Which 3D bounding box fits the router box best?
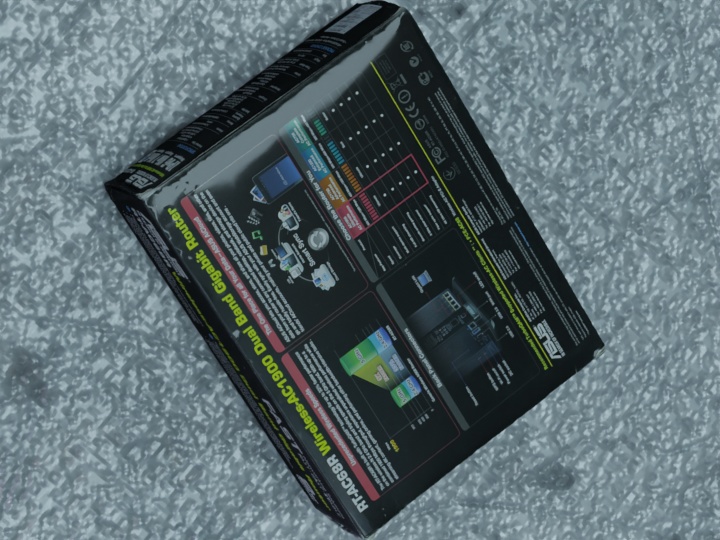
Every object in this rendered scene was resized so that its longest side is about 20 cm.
[{"bbox_3d":[0.000,0.000,1.043,0.150,0.062,0.200,-37,110,-14],"label":"router box"}]
